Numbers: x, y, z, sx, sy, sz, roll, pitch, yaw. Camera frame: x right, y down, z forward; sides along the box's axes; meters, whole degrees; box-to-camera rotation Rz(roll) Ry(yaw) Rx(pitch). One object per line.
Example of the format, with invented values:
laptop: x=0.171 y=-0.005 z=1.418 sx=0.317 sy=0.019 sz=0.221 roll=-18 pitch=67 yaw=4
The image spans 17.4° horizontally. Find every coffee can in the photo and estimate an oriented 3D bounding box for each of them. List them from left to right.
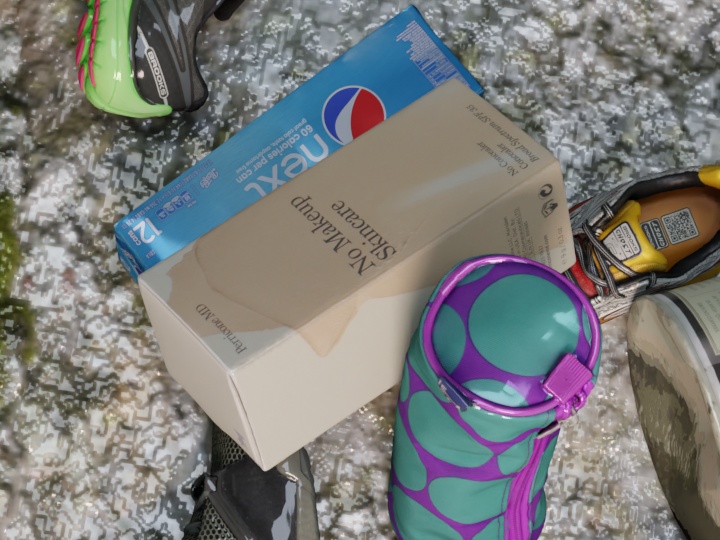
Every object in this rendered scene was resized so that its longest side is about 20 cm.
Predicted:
coffee can: x=0.255 y=0.056 z=1.204 sx=0.200 sy=0.146 sz=0.147 roll=-15 pitch=79 yaw=-8

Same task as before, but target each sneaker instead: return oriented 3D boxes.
sneaker: x=-0.099 y=-0.175 z=1.273 sx=0.084 sy=0.077 sz=0.200 roll=14 pitch=79 yaw=-20
sneaker: x=-0.078 y=0.141 z=1.191 sx=0.114 sy=0.076 sz=0.200 roll=-4 pitch=83 yaw=-12
sneaker: x=0.118 y=-0.007 z=1.239 sx=0.200 sy=0.082 sz=0.078 roll=-28 pitch=82 yaw=-9

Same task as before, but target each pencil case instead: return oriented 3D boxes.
pencil case: x=0.062 y=0.078 z=1.154 sx=0.085 sy=0.200 sz=0.092 roll=-32 pitch=67 yaw=-20

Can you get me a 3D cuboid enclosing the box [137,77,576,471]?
box: x=0.000 y=0.000 z=1.172 sx=0.200 sy=0.078 sz=0.095 roll=-34 pitch=49 yaw=-18

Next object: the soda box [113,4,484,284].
soda box: x=-0.032 y=-0.050 z=1.242 sx=0.200 sy=0.068 sz=0.064 roll=-37 pitch=80 yaw=-12
